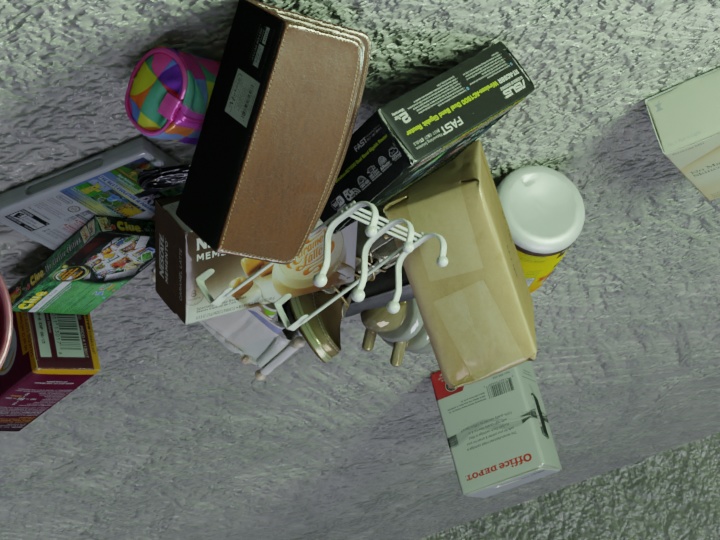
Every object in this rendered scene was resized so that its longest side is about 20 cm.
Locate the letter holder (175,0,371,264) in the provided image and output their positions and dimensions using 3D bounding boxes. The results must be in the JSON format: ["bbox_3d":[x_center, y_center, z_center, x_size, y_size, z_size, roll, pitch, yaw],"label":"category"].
[{"bbox_3d":[-0.053,-0.113,1.436,0.142,0.201,0.101,11,-166,-30],"label":"letter holder"}]

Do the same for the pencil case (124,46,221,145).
[{"bbox_3d":[-0.117,-0.146,1.517,0.088,0.089,0.200,-30,155,36],"label":"pencil case"}]

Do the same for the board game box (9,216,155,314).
[{"bbox_3d":[-0.291,-0.002,1.799,0.105,0.024,0.200,3,153,-42],"label":"board game box"}]

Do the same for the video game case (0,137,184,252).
[{"bbox_3d":[-0.256,-0.067,1.720,0.182,0.022,0.200,-20,158,15],"label":"video game case"}]

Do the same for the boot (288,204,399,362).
[{"bbox_3d":[0.000,0.000,1.836,0.154,0.200,0.072,-21,133,12],"label":"boot"}]

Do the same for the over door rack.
[{"bbox_3d":[-0.031,0.009,1.591,0.200,0.067,0.148,-25,156,24],"label":"over door rack"}]

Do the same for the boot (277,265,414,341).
[{"bbox_3d":[0.009,0.008,1.947,0.200,0.073,0.182,-29,-160,16],"label":"boot"}]

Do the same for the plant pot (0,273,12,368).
[{"bbox_3d":[-0.467,0.058,1.688,0.199,0.201,0.179,-5,173,-24],"label":"plant pot"}]

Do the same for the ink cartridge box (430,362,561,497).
[{"bbox_3d":[0.208,0.235,2.567,0.144,0.201,0.084,-23,158,23],"label":"ink cartridge box"}]

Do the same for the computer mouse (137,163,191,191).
[{"bbox_3d":[-0.129,-0.107,1.671,0.199,0.034,0.059,-7,166,-29],"label":"computer mouse"}]

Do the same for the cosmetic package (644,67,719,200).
[{"bbox_3d":[0.403,-0.151,1.875,0.103,0.073,0.200,-22,159,21],"label":"cosmetic package"}]

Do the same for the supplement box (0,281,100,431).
[{"bbox_3d":[-0.395,0.103,1.939,0.085,0.111,0.200,5,152,-40],"label":"supplement box"}]

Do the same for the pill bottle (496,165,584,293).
[{"bbox_3d":[0.187,-0.035,1.976,0.109,0.110,0.200,-9,159,-15],"label":"pill bottle"}]

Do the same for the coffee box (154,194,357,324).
[{"bbox_3d":[-0.108,-0.030,1.730,0.199,0.080,0.115,-14,125,-27],"label":"coffee box"}]

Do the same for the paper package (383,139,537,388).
[{"bbox_3d":[0.106,-0.011,1.731,0.103,0.201,0.191,-18,-165,10],"label":"paper package"}]

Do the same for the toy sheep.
[{"bbox_3d":[0.074,0.043,2.080,0.138,0.138,0.200,-32,167,39],"label":"toy sheep"}]

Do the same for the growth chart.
[{"bbox_3d":[-0.152,0.041,1.902,0.145,0.200,0.018,-32,-162,52],"label":"growth chart"}]

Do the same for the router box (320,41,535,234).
[{"bbox_3d":[0.054,-0.128,1.594,0.200,0.062,0.150,-34,177,-42],"label":"router box"}]
